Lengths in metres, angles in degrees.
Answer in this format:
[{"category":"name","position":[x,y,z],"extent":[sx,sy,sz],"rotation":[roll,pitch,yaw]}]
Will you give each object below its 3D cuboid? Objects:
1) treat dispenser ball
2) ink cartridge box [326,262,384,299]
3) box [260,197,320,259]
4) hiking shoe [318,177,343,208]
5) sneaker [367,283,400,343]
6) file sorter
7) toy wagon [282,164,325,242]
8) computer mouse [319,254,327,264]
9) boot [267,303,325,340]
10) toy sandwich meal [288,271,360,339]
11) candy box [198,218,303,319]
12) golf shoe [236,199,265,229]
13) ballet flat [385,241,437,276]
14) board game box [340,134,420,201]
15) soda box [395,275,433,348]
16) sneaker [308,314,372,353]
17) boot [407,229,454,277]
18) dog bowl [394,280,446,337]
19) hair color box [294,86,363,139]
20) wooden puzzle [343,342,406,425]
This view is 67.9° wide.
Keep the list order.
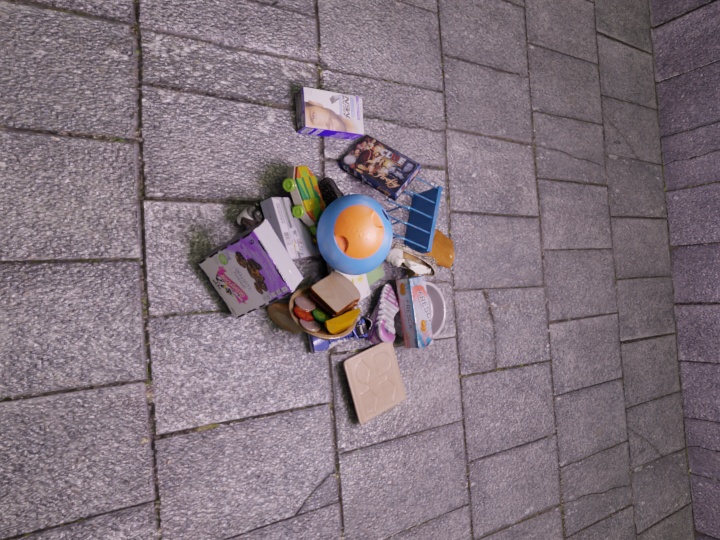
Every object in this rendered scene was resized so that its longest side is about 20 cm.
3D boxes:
[{"category":"treat dispenser ball","position":[-0.015,-0.092,1.372],"extent":[0.196,0.199,0.208],"rotation":[3,84,-33]},{"category":"ink cartridge box","position":[0.000,0.000,1.527],"extent":[0.197,0.047,0.149],"rotation":[-30,119,-32]},{"category":"box","position":[-0.172,-0.106,1.374],"extent":[0.199,0.040,0.161],"rotation":[-19,93,-68]},{"category":"hiking shoe","position":[-0.054,-0.171,1.520],"extent":[0.204,0.074,0.101],"rotation":[65,29,-8]},{"category":"sneaker","position":[0.060,0.130,1.567],"extent":[0.080,0.088,0.204],"rotation":[37,45,-25]},{"category":"file sorter","position":[0.144,-0.163,1.610],"extent":[0.120,0.138,0.206],"rotation":[18,76,-27]},{"category":"toy wagon","position":[-0.135,-0.176,1.409],"extent":[0.205,0.039,0.155],"rotation":[70,22,-6]},{"category":"computer mouse","position":[-0.117,-0.107,1.493],"extent":[0.058,0.034,0.205],"rotation":[-24,93,-41]},{"category":"boot","position":[-0.137,0.104,1.436],"extent":[0.196,0.072,0.145],"rotation":[20,37,5]},{"category":"toy sandwich meal","position":[-0.085,0.087,1.364],"extent":[0.199,0.071,0.208],"rotation":[14,38,-11]},{"category":"candy box","position":[-0.262,0.001,1.277],"extent":[0.170,0.196,0.072],"rotation":[57,30,-15]},{"category":"golf shoe","position":[-0.239,-0.106,1.389],"extent":[0.200,0.092,0.080],"rotation":[46,30,-47]},{"category":"ballet flat","position":[0.136,-0.030,1.549],"extent":[0.195,0.069,0.076],"rotation":[19,31,-12]},{"category":"board game box","position":[0.058,-0.300,1.547],"extent":[0.197,0.035,0.136],"rotation":[32,62,18]},{"category":"soda box","position":[0.159,0.121,1.565],"extent":[0.062,0.068,0.207],"rotation":[-8,90,-36]},{"category":"sneaker","position":[-0.043,0.161,1.467],"extent":[0.195,0.114,0.083],"rotation":[-18,95,-34]},{"category":"boot","position":[0.230,-0.036,1.682],"extent":[0.142,0.070,0.206],"rotation":[29,64,-25]},{"category":"dog bowl","position":[0.186,0.125,1.661],"extent":[0.195,0.058,0.207],"rotation":[3,85,-34]},{"category":"hair color box","position":[-0.086,-0.442,1.518],"extent":[0.195,0.064,0.113],"rotation":[-3,88,-33]},{"category":"wooden puzzle","position":[0.038,0.319,1.556],"extent":[0.197,0.046,0.191],"rotation":[-20,98,-38]}]
